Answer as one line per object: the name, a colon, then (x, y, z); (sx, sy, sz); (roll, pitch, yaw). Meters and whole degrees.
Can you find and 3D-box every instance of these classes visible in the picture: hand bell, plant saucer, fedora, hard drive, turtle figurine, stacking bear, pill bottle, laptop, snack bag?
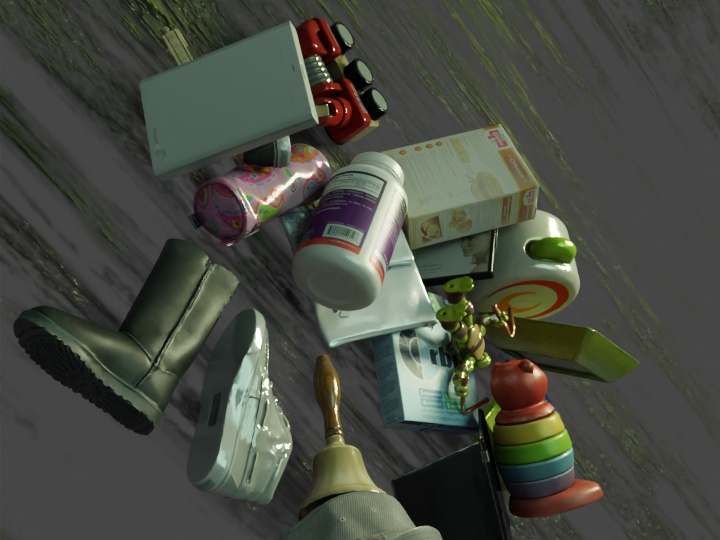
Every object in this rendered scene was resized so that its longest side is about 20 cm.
hand bell: (-0.033, 0.187, 0.834); (0.104, 0.104, 0.201); (25, 37, -36)
plant saucer: (0.311, 0.129, 1.141); (0.200, 0.199, 0.048); (30, 73, -44)
fedora: (-0.016, 0.291, 0.722); (0.199, 0.177, 0.090); (-18, 48, -18)
hard drive: (-0.157, -0.197, 0.833); (0.026, 0.199, 0.132); (43, 30, -69)
turtle figurine: (0.157, 0.087, 1.017); (0.200, 0.064, 0.162); (-55, 134, -32)
stacking bear: (0.232, 0.220, 0.977); (0.113, 0.121, 0.201); (-11, 85, -31)
pill bottle: (-0.006, -0.055, 0.907); (0.112, 0.112, 0.200); (39, 50, -24)
laptop: (0.126, 0.309, 0.931); (0.200, 0.115, 0.188); (-43, 120, -78)
snack bag: (0.000, 0.000, 0.964); (0.188, 0.021, 0.201); (-8, 69, -31)

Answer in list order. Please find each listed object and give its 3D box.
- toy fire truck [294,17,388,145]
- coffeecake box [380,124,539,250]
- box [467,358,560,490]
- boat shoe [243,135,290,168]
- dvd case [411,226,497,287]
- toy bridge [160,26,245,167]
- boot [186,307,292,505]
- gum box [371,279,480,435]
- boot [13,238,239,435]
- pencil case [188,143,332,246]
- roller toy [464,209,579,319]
toy fire truck: (-0.080, -0.266, 1.032); (0.200, 0.128, 0.177); (-18, 80, -61)
coffeecake box: (0.147, -0.130, 1.091); (0.073, 0.199, 0.154); (82, -8, -49)
box: (0.244, 0.230, 1.117); (0.122, 0.048, 0.200); (56, 40, -6)
boat shoe: (-0.132, -0.202, 0.895); (0.056, 0.069, 0.200); (-6, 47, -15)
dvd case: (0.143, -0.057, 1.114); (0.200, 0.142, 0.018); (-76, 148, -41)
toy bridge: (-0.195, -0.220, 0.904); (0.200, 0.027, 0.067); (59, -2, -3)
boot: (-0.117, 0.147, 0.769); (0.095, 0.073, 0.201); (35, 53, -36)
gum box: (0.090, 0.126, 1.015); (0.170, 0.044, 0.201); (16, 57, -42)
boot: (-0.222, 0.035, 0.714); (0.165, 0.065, 0.200); (50, 42, -26)
pencil case: (-0.119, -0.099, 0.899); (0.088, 0.087, 0.200); (57, 39, -4)
roller toy: (0.252, -0.009, 1.168); (0.182, 0.199, 0.140); (50, 30, -54)
